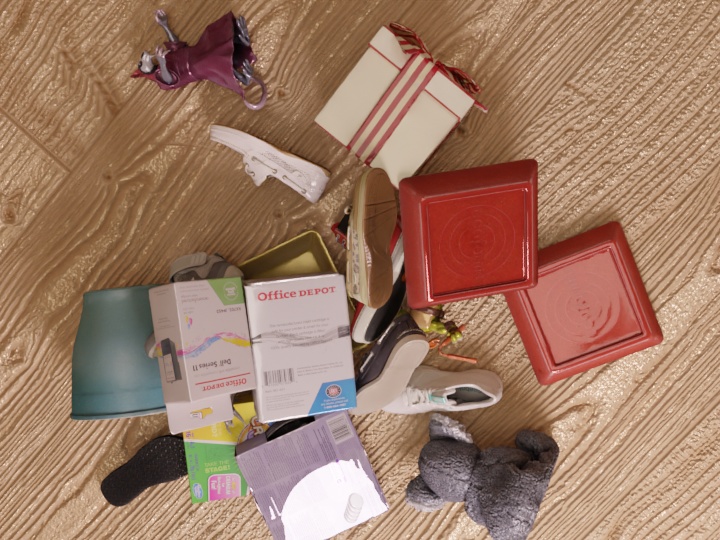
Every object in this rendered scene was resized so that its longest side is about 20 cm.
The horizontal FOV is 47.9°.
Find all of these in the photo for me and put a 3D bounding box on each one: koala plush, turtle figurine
[{"bbox_3d":[0.174,0.309,1.216,0.200,0.184,0.178,22,97,15],"label":"koala plush"},{"bbox_3d":[0.109,0.056,1.234,0.200,0.064,0.162,17,91,33],"label":"turtle figurine"}]

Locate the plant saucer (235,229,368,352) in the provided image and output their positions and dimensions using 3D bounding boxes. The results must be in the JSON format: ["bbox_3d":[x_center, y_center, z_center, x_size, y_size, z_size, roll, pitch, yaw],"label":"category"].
[{"bbox_3d":[-0.111,0.063,1.272,0.200,0.048,0.200,-25,93,7],"label":"plant saucer"}]

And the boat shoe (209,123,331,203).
[{"bbox_3d":[-0.147,-0.162,1.241,0.200,0.071,0.069,25,96,2],"label":"boat shoe"}]

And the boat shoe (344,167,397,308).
[{"bbox_3d":[0.005,-0.045,1.118,0.063,0.073,0.200,18,116,39],"label":"boat shoe"}]

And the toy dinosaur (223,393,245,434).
[{"bbox_3d":[-0.204,0.133,1.222,0.077,0.102,0.200,-1,57,25],"label":"toy dinosaur"}]

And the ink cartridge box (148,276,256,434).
[{"bbox_3d":[-0.211,0.114,1.108,0.067,0.117,0.200,-11,87,42],"label":"ink cartridge box"}]

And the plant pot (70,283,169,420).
[{"bbox_3d":[-0.347,0.118,1.237,0.200,0.200,0.188,-7,88,7],"label":"plant pot"}]

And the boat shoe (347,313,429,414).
[{"bbox_3d":[0.035,0.144,1.216,0.073,0.063,0.200,7,135,-31],"label":"boat shoe"}]

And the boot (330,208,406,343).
[{"bbox_3d":[0.000,0.000,1.226,0.144,0.072,0.200,22,87,28],"label":"boot"}]

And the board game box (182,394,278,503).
[{"bbox_3d":[-0.173,0.272,1.272,0.200,0.040,0.153,-7,100,-9],"label":"board game box"}]

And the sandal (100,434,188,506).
[{"bbox_3d":[-0.342,0.319,1.329,0.200,0.048,0.075,-30,93,21],"label":"sandal"}]

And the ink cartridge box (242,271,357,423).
[{"bbox_3d":[-0.092,0.107,1.189,0.145,0.084,0.200,-6,95,-13],"label":"ink cartridge box"}]

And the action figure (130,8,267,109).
[{"bbox_3d":[-0.255,-0.317,1.241,0.200,0.134,0.149,-11,137,19],"label":"action figure"}]

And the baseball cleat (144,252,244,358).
[{"bbox_3d":[-0.262,0.046,1.189,0.106,0.200,0.070,39,137,9],"label":"baseball cleat"}]

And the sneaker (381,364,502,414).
[{"bbox_3d":[0.115,0.187,1.239,0.200,0.088,0.075,-7,96,12],"label":"sneaker"}]

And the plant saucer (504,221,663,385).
[{"bbox_3d":[0.332,0.054,1.223,0.200,0.037,0.200,-22,93,8],"label":"plant saucer"}]

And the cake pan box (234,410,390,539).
[{"bbox_3d":[-0.076,0.318,1.250,0.184,0.052,0.200,-25,103,-7],"label":"cake pan box"}]

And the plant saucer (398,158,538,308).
[{"bbox_3d":[0.160,-0.043,1.133,0.200,0.037,0.200,-10,115,-9],"label":"plant saucer"}]

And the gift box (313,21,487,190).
[{"bbox_3d":[0.063,-0.228,1.152,0.184,0.200,0.187,38,97,-4],"label":"gift box"}]
